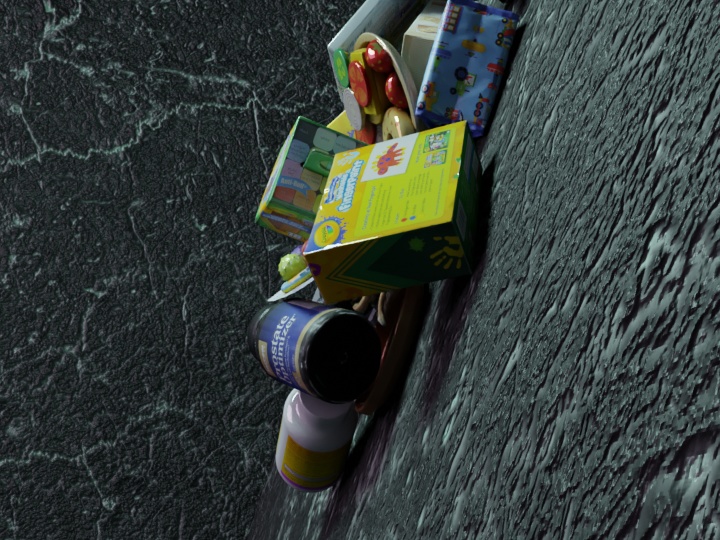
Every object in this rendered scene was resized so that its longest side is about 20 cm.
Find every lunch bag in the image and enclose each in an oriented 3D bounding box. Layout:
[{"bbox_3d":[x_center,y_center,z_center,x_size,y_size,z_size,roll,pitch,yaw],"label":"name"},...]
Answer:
[{"bbox_3d":[0.136,-0.249,1.390,0.200,0.093,0.153,-6,-67,-85],"label":"lunch bag"}]

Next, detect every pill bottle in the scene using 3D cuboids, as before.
[{"bbox_3d":[-0.065,0.095,1.344,0.199,0.111,0.114,9,78,60],"label":"pill bottle"},{"bbox_3d":[-0.059,0.219,1.474,0.201,0.103,0.105,104,-178,-54],"label":"pill bottle"}]

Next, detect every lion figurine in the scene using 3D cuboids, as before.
[{"bbox_3d":[0.035,-0.011,1.348,0.123,0.072,0.200,-58,21,9],"label":"lion figurine"}]

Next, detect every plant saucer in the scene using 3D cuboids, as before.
[{"bbox_3d":[0.040,0.090,1.379,0.200,0.032,0.203,-160,89,-84],"label":"plant saucer"}]

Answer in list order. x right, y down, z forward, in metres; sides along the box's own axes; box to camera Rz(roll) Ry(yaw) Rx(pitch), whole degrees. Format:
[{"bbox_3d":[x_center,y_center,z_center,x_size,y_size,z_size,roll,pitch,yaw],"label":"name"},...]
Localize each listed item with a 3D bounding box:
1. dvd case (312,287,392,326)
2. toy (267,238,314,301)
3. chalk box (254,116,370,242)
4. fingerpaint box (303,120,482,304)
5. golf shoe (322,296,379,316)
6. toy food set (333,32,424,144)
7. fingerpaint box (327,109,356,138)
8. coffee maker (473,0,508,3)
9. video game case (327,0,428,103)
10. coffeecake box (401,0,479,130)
[{"bbox_3d":[-0.023,0.091,1.573,0.024,0.150,0.202,-15,-40,-40],"label":"dvd case"},{"bbox_3d":[-0.066,-0.013,1.377,0.114,0.048,0.200,-35,8,-15],"label":"toy"},{"bbox_3d":[-0.055,-0.115,1.432,0.200,0.123,0.126,147,144,-76],"label":"chalk box"},{"bbox_3d":[0.041,-0.064,1.163,0.201,0.164,0.074,-77,-31,-52],"label":"fingerpaint box"},{"bbox_3d":[0.000,0.000,1.474,0.200,0.088,0.078,-46,-23,-19],"label":"golf shoe"},{"bbox_3d":[0.027,-0.214,1.428,0.198,0.048,0.203,24,132,68],"label":"toy food set"},{"bbox_3d":[-0.013,-0.196,1.646,0.199,0.074,0.167,-39,0,29],"label":"fingerpaint box"},{"bbox_3d":[0.174,-0.460,1.427,0.200,0.133,0.195,-94,24,-77],"label":"coffee maker"},{"bbox_3d":[0.030,-0.354,1.568,0.201,0.022,0.182,-51,-14,-9],"label":"video game case"},{"bbox_3d":[0.108,-0.289,1.536,0.201,0.072,0.156,-62,-18,-57],"label":"coffeecake box"}]
